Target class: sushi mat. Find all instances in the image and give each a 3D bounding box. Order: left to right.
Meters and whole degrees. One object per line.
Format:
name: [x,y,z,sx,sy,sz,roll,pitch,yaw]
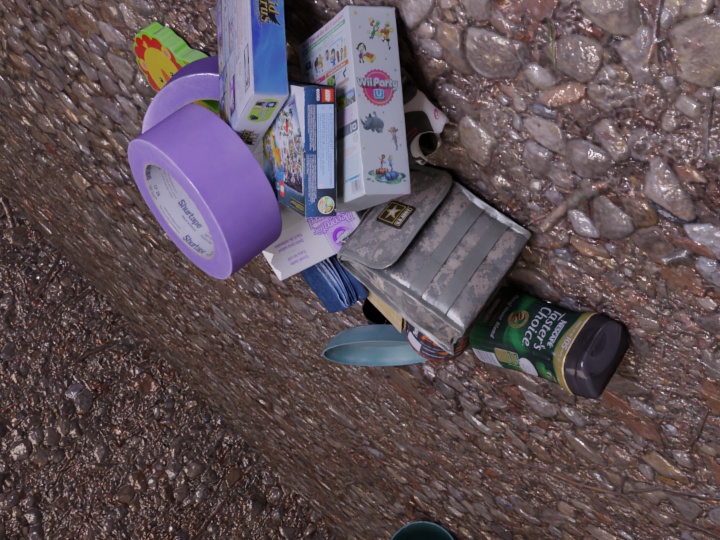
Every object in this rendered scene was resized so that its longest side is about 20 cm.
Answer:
sushi mat: [0.000,0.000,1.410,0.200,0.012,0.096,45,157,18]

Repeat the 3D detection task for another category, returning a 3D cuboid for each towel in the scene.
towel: [-0.074,-0.026,1.433,0.201,0.048,0.111,55,157,-7]

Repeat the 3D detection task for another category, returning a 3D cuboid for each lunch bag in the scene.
lunch bag: [0.087,-0.026,1.209,0.199,0.165,0.118,35,163,11]

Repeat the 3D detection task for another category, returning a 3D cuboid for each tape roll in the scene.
tape roll: [-0.191,-0.095,1.175,0.200,0.085,0.201,40,153,25]
tape roll: [-0.195,-0.185,1.323,0.197,0.085,0.203,2,116,5]

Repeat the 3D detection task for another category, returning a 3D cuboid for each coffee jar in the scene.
coffee jar: [0.245,0.093,1.253,0.198,0.105,0.086,17,151,44]

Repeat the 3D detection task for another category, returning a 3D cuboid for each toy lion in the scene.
toy lion: [-0.263,-0.286,1.451,0.199,0.069,0.193,8,133,53]

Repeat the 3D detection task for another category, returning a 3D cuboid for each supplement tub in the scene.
supplement tub: [0.122,0.048,1.366,0.106,0.107,0.201,35,157,14]

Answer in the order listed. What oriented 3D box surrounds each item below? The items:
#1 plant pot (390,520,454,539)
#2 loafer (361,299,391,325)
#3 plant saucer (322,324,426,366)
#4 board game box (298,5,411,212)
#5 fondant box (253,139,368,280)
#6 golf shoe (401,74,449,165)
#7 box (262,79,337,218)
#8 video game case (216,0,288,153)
plant pot: [0.174,0.772,2.505,0.199,0.202,0.161,30,167,24]
loafer: [0.030,0.064,1.588,0.073,0.072,0.201,31,156,21]
plant saucer: [0.035,0.123,1.593,0.197,0.037,0.200,0,163,0]
board game box: [-0.009,-0.174,1.075,0.147,0.063,0.203,170,94,-65]
fondant box: [-0.092,-0.107,1.264,0.143,0.058,0.201,-25,112,17]
golf shoe: [0.047,-0.149,1.172,0.087,0.078,0.200,32,157,7]
box: [-0.073,-0.145,1.098,0.200,0.037,0.139,-145,52,-67]
video game case: [-0.129,-0.262,1.122,0.045,0.203,0.181,1,167,-20]
